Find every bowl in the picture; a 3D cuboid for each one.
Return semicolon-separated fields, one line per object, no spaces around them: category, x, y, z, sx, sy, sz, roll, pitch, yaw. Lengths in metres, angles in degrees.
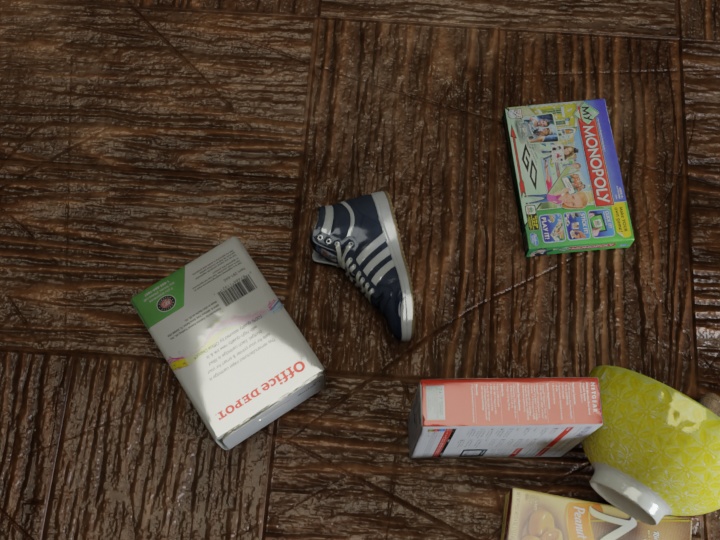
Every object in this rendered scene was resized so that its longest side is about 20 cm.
bowl;0.304;0.201;0.996;0.200;0.200;0.108;34;76;12

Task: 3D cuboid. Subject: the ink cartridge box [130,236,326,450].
ink cartridge box;-0.151;0.086;1.097;0.145;0.084;0.200;-32;73;-11

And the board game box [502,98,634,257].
board game box;0.263;-0.121;1.202;0.134;0.029;0.201;-6;70;-1

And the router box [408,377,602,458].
router box;0.146;0.162;1.009;0.179;0.200;0.049;0;70;-1

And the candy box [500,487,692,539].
candy box;0.253;0.315;1.028;0.199;0.055;0.116;9;69;4

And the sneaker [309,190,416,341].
sneaker;0.000;0.000;1.135;0.108;0.070;0.201;-9;63;-8

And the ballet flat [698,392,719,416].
ballet flat;0.478;0.188;1.071;0.199;0.068;0.067;20;64;5
